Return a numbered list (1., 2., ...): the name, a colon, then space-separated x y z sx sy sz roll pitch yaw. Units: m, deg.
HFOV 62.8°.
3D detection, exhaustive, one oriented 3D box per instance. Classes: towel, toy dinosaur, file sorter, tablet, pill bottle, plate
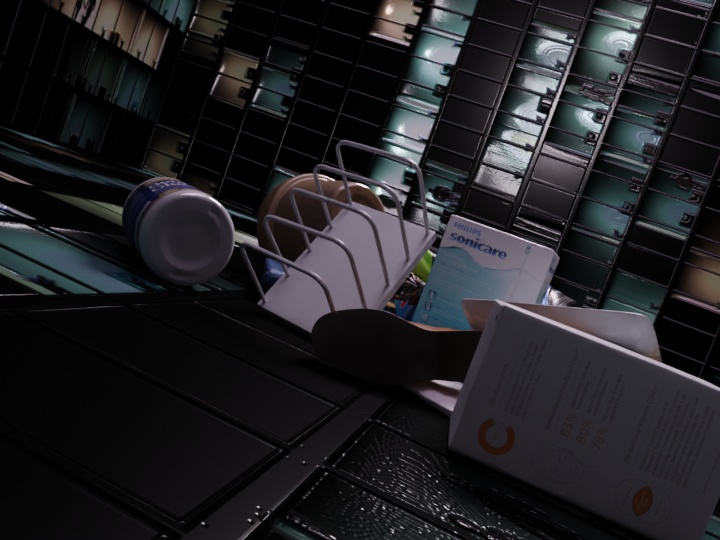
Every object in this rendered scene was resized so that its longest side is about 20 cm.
1. towel: -0.052 0.042 0.849 0.197 0.049 0.112 21 4 -10
2. toy dinosaur: 0.000 0.000 0.845 0.196 0.104 0.136 -1 -26 15
3. file sorter: -0.025 -0.036 0.691 0.137 0.201 0.125 22 -32 30
4. tablet: 0.071 0.122 0.675 0.129 0.014 0.199 18 6 -45
5. pill bottle: -0.242 -0.059 0.755 0.110 0.113 0.199 18 5 -34
6. plate: 0.220 0.113 0.630 0.198 0.032 0.201 4 -43 42

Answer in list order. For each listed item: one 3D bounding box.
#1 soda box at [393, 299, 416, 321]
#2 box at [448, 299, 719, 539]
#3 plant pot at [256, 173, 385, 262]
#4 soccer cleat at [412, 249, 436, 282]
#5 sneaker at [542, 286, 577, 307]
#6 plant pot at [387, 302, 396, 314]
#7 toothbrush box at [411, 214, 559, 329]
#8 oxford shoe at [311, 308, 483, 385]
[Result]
1. soda box: 0.102 0.056 1.005 0.067 0.065 0.200 33 15 -9
2. box: 0.187 0.120 0.494 0.197 0.126 0.097 22 4 8
3. plant pot: -0.051 -0.072 0.975 0.198 0.204 0.174 18 -14 -30
4. soccer cleat: 0.147 0.020 0.900 0.199 0.082 0.067 36 -10 -13
5. sneaker: 0.272 0.103 0.820 0.081 0.071 0.201 18 48 6
6. plant pot: 0.020 0.066 1.061 0.197 0.028 0.200 21 3 -1
7. toothbrush box: 0.161 0.046 0.795 0.145 0.203 0.085 21 4 23
8. oxford shoe: 0.041 0.083 0.619 0.197 0.073 0.071 11 -6 -14
